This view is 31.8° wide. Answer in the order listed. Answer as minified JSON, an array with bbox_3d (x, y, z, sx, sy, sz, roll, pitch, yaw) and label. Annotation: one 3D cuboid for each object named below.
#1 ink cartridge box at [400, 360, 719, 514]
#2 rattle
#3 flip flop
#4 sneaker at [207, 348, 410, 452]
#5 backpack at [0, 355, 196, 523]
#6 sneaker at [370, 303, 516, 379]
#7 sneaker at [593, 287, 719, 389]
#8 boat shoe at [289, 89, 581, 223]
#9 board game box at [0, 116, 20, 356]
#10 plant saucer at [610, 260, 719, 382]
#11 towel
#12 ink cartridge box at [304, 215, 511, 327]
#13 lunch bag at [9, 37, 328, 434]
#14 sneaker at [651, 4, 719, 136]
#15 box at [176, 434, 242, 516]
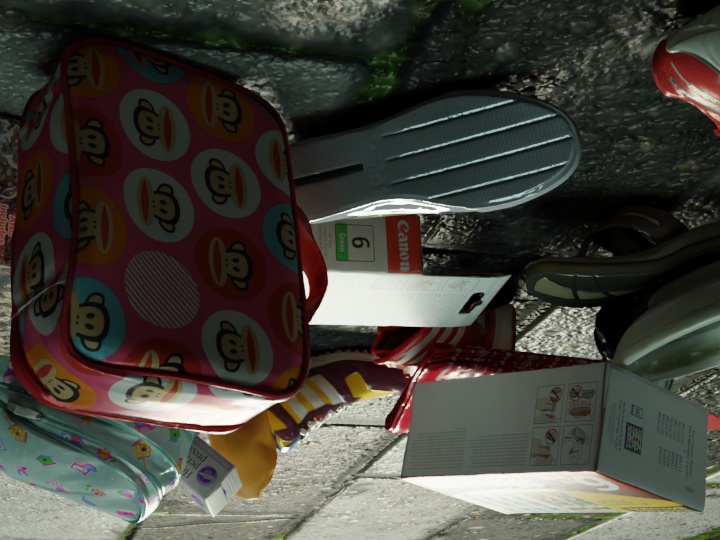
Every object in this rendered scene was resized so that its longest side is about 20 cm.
[{"bbox_3d":[0.165,0.142,0.995,0.175,0.084,0.199,24,157,-36],"label":"ink cartridge box"},{"bbox_3d":[-0.095,0.098,1.049,0.130,0.144,0.200,12,156,-26],"label":"rattle"},{"bbox_3d":[0.208,-0.021,0.910,0.199,0.058,0.081,-16,164,-9],"label":"flip flop"},{"bbox_3d":[-0.049,0.127,1.189,0.199,0.091,0.075,-2,158,-1],"label":"sneaker"},{"bbox_3d":[-0.228,0.113,1.015,0.199,0.127,0.167,21,155,3],"label":"backpack"},{"bbox_3d":[0.059,0.080,1.132,0.115,0.079,0.200,10,144,-8],"label":"sneaker"},{"bbox_3d":[0.239,0.062,1.103,0.090,0.076,0.200,8,147,-8],"label":"sneaker"},{"bbox_3d":[0.037,-0.068,0.773,0.199,0.072,0.062,-6,-177,18],"label":"boat shoe"},{"bbox_3d":[-0.193,-0.009,0.830,0.199,0.097,0.159,12,154,-31],"label":"board game box"},{"bbox_3d":[0.272,0.028,0.937,0.199,0.050,0.200,-15,162,-5],"label":"plant saucer"},{"bbox_3d":[0.130,0.113,1.093,0.199,0.023,0.145,6,146,-13],"label":"towel"},{"bbox_3d":[0.000,0.000,0.938,0.199,0.051,0.109,2,157,-13],"label":"ink cartridge box"},{"bbox_3d":[-0.096,-0.016,0.691,0.175,0.201,0.082,14,148,-34],"label":"lunch bag"},{"bbox_3d":[0.243,-0.097,0.716,0.199,0.077,0.085,22,159,-33],"label":"sneaker"},{"bbox_3d":[-0.188,0.136,1.100,0.200,0.039,0.042,34,157,24],"label":"box"}]
